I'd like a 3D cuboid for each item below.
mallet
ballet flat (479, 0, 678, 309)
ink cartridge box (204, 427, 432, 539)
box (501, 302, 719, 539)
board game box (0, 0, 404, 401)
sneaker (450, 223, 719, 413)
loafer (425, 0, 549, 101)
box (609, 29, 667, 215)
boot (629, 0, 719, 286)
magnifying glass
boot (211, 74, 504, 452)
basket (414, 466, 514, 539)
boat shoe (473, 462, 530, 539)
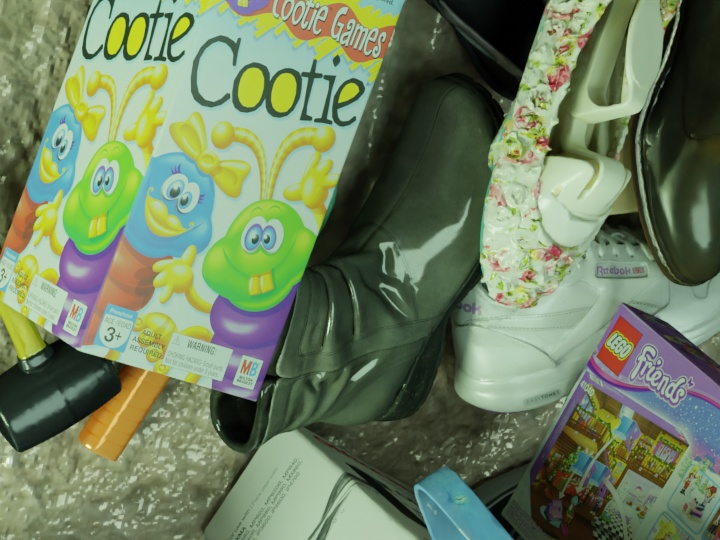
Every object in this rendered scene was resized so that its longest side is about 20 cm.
[{"bbox_3d":[-0.169,-0.007,1.140,0.066,0.041,0.201,-24,120,-20],"label":"mallet"},{"bbox_3d":[0.110,-0.074,1.169,0.075,0.064,0.201,10,96,-40],"label":"ballet flat"},{"bbox_3d":[0.028,0.176,1.249,0.144,0.200,0.084,32,92,-38],"label":"ink cartridge box"},{"bbox_3d":[0.160,0.120,1.210,0.039,0.200,0.137,22,103,-31],"label":"box"},{"bbox_3d":[-0.077,-0.058,1.103,0.104,0.103,0.201,18,94,-36],"label":"board game box"},{"bbox_3d":[0.138,0.005,1.305,0.199,0.075,0.100,-24,120,-21],"label":"sneaker"},{"bbox_3d":[0.061,-0.151,1.185,0.072,0.063,0.200,-46,128,-3],"label":"loafer"},{"bbox_3d":[0.202,-0.117,1.304,0.199,0.021,0.165,-7,110,-29],"label":"box"},{"bbox_3d":[0.198,-0.080,1.239,0.074,0.097,0.201,-7,107,-28],"label":"boot"},{"bbox_3d":[-0.081,0.009,1.209,0.079,0.022,0.201,30,97,-38],"label":"magnifying glass"},{"bbox_3d":[0.000,0.000,1.194,0.130,0.068,0.201,-6,120,-49],"label":"boot"},{"bbox_3d":[0.095,0.198,1.064,0.139,0.176,0.201,-28,135,-15],"label":"basket"},{"bbox_3d":[0.148,0.128,1.386,0.199,0.057,0.069,-27,125,-17],"label":"boat shoe"}]
